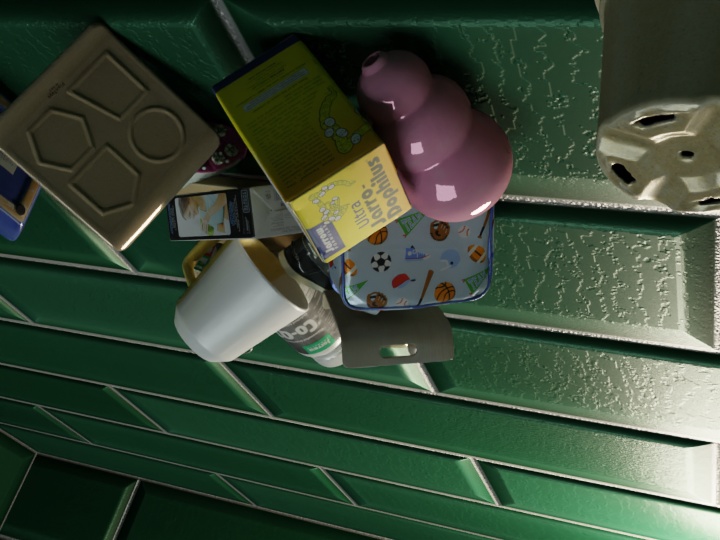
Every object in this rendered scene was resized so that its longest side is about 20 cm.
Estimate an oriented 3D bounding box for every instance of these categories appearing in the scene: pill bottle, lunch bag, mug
[{"bbox_3d":[-0.085,0.064,1.456,0.113,0.113,0.200,-1,148,35],"label":"pill bottle"},{"bbox_3d":[0.062,-0.039,1.081,0.199,0.161,0.076,-6,-163,-12],"label":"lunch bag"},{"bbox_3d":[-0.179,0.041,1.312,0.149,0.153,0.187,45,-171,-21],"label":"mug"}]

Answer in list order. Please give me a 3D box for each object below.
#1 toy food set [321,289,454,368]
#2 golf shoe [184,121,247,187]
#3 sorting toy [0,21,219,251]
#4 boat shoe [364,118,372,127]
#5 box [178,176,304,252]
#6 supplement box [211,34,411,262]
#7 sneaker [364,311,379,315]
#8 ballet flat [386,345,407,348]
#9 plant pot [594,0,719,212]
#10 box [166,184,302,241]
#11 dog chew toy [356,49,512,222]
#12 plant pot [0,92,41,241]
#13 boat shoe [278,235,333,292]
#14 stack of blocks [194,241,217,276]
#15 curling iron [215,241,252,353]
[{"bbox_3d":[0.031,0.074,1.242,0.143,0.061,0.200,-4,-161,-10],"label":"toy food set"},{"bbox_3d":[-0.240,-0.129,1.156,0.199,0.076,0.092,-17,165,-19],"label":"golf shoe"},{"bbox_3d":[-0.290,-0.152,1.070,0.200,0.185,0.036,44,165,-19],"label":"sorting toy"},{"bbox_3d":[-0.028,-0.132,1.087,0.200,0.071,0.069,3,162,35],"label":"boat shoe"},{"bbox_3d":[-0.164,-0.080,1.335,0.199,0.021,0.164,9,152,22],"label":"box"},{"bbox_3d":[-0.051,-0.127,0.952,0.200,0.109,0.109,56,177,36],"label":"supplement box"},{"bbox_3d":[0.000,0.000,1.224,0.071,0.073,0.200,26,-168,-13],"label":"sneaker"},{"bbox_3d":[-0.002,0.116,1.553,0.200,0.057,0.066,2,165,35],"label":"ballet flat"},{"bbox_3d":[0.264,-0.154,0.718,0.200,0.184,0.201,16,154,8],"label":"plant pot"},{"bbox_3d":[-0.143,-0.073,1.151,0.116,0.060,0.200,-11,-172,-40],"label":"box"},{"bbox_3d":[0.070,-0.143,0.954,0.124,0.125,0.200,-9,134,44],"label":"dog chew toy"},{"bbox_3d":[-0.548,-0.150,1.276,0.179,0.200,0.200,-6,145,30],"label":"plant pot"},{"bbox_3d":[-0.026,0.001,1.338,0.068,0.072,0.200,-45,137,18],"label":"boat shoe"},{"bbox_3d":[-0.222,0.030,1.544,0.115,0.059,0.200,19,154,0],"label":"stack of blocks"},{"bbox_3d":[-0.197,0.034,1.395,0.049,0.200,0.026,-25,154,20],"label":"curling iron"}]
